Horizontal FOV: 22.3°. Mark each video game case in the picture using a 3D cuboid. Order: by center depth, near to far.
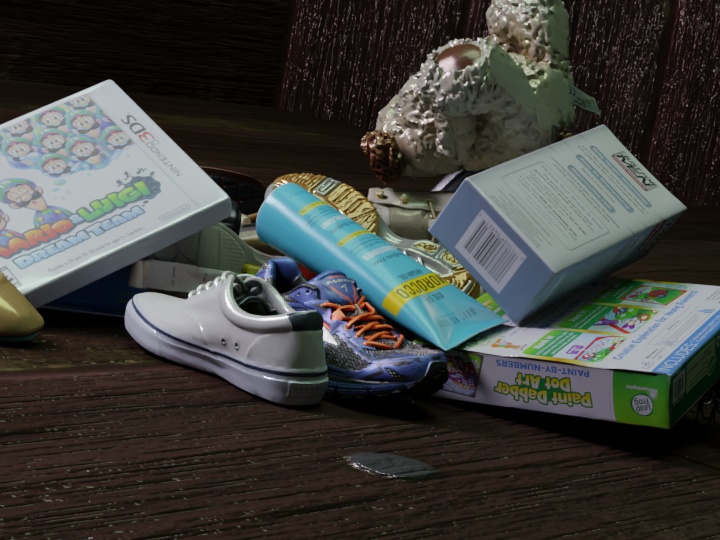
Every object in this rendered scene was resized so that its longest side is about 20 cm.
[{"bbox_3d":[-0.229,-0.059,1.391,0.200,0.024,0.182,-27,50,-25],"label":"video game case"}]

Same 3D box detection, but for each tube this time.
[{"bbox_3d":[0.010,0.002,1.339,0.200,0.051,0.077,32,38,29],"label":"tube"}]

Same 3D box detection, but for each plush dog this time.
[{"bbox_3d":[0.091,-0.132,1.563,0.171,0.161,0.200,-11,23,37],"label":"plush dog"}]

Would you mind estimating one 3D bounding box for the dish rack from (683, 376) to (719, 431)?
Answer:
[{"bbox_3d":[0.287,0.092,1.396,0.153,0.055,0.200,4,12,-26],"label":"dish rack"}]

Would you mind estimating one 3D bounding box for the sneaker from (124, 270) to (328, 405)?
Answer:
[{"bbox_3d":[-0.089,0.034,1.271,0.200,0.071,0.073,18,11,43],"label":"sneaker"}]

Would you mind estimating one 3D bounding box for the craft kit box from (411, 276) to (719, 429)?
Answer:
[{"bbox_3d":[0.167,0.052,1.334,0.197,0.049,0.200,9,20,28],"label":"craft kit box"}]

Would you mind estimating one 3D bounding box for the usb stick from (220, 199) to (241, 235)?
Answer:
[{"bbox_3d":[-0.193,-0.056,1.474,0.199,0.033,0.055,11,15,-13],"label":"usb stick"}]

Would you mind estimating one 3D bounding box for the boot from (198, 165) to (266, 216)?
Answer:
[{"bbox_3d":[-0.193,-0.063,1.748,0.199,0.075,0.097,-7,8,-19],"label":"boot"}]

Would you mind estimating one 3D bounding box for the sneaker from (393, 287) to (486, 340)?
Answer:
[{"bbox_3d":[0.116,0.037,1.526,0.201,0.068,0.108,9,8,18],"label":"sneaker"}]

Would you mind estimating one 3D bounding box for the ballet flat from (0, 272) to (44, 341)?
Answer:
[{"bbox_3d":[-0.310,0.000,1.273,0.199,0.063,0.069,12,17,20],"label":"ballet flat"}]

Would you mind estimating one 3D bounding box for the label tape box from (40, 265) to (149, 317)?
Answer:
[{"bbox_3d":[-0.245,-0.015,1.453,0.143,0.066,0.200,7,7,-20],"label":"label tape box"}]

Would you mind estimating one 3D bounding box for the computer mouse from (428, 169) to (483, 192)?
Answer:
[{"bbox_3d":[0.088,-0.046,1.666,0.138,0.200,0.053,41,20,1],"label":"computer mouse"}]

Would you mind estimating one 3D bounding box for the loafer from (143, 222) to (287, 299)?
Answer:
[{"bbox_3d":[-0.107,0.007,1.462,0.200,0.072,0.063,19,-17,-40],"label":"loafer"}]

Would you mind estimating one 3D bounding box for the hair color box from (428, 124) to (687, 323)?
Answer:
[{"bbox_3d":[0.153,-0.039,1.388,0.099,0.061,0.200,48,39,16],"label":"hair color box"}]

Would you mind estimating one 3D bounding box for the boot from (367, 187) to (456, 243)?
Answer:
[{"bbox_3d":[0.080,-0.036,1.539,0.154,0.072,0.200,4,1,-3],"label":"boot"}]

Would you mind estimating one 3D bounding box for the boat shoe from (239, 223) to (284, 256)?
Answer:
[{"bbox_3d":[-0.092,-0.011,1.589,0.065,0.072,0.200,21,19,33],"label":"boat shoe"}]

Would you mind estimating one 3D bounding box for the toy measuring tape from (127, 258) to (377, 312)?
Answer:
[{"bbox_3d":[-0.073,0.020,1.384,0.199,0.074,0.074,10,7,-26],"label":"toy measuring tape"}]

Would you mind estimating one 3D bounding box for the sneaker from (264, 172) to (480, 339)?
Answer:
[{"bbox_3d":[0.000,0.000,1.468,0.200,0.088,0.076,34,50,19],"label":"sneaker"}]

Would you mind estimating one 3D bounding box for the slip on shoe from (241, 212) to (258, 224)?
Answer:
[{"bbox_3d":[-0.123,-0.024,1.668,0.076,0.061,0.200,15,10,33],"label":"slip on shoe"}]

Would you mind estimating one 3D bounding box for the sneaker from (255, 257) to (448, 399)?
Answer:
[{"bbox_3d":[-0.018,0.041,1.283,0.200,0.079,0.075,17,14,41],"label":"sneaker"}]
